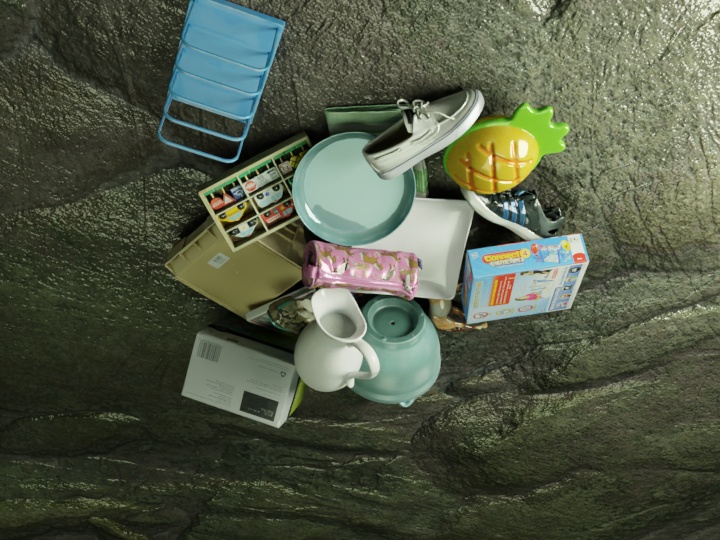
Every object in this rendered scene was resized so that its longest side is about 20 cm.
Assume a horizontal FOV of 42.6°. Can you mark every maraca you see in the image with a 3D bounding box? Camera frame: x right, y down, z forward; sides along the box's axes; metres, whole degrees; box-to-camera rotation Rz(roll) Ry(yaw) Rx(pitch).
[{"bbox_3d":[0.220,-0.187,1.417,0.200,0.107,0.137,-28,135,32],"label":"maraca"}]

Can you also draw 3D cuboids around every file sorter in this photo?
[{"bbox_3d":[-0.211,-0.278,1.364,0.139,0.123,0.200,16,138,-11],"label":"file sorter"}]

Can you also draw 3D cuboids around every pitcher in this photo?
[{"bbox_3d":[-0.037,0.146,1.601,0.121,0.172,0.200,-22,152,-27],"label":"pitcher"}]

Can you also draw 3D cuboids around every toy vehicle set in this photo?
[{"bbox_3d":[-0.151,-0.129,1.518,0.200,0.027,0.124,-28,121,1],"label":"toy vehicle set"}]

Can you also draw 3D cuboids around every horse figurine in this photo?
[{"bbox_3d":[0.171,0.061,1.751,0.132,0.050,0.200,-6,135,6],"label":"horse figurine"}]

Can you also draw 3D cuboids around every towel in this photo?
[{"bbox_3d":[0.032,-0.185,1.509,0.152,0.023,0.200,-1,138,10],"label":"towel"}]

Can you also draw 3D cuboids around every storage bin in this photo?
[{"bbox_3d":[-0.215,-0.029,1.670,0.198,0.094,0.200,33,133,-26],"label":"storage bin"}]

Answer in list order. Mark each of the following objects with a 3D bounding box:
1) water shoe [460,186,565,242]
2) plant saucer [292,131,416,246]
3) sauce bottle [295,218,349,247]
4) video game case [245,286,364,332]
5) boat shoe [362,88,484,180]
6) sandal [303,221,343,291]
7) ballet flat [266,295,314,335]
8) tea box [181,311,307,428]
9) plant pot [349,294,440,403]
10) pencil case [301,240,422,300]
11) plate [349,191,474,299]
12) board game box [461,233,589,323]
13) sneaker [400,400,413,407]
[{"bbox_3d":[0.254,-0.114,1.539,0.200,0.072,0.079,26,117,-29],"label":"water shoe"},{"bbox_3d":[-0.011,-0.134,1.498,0.200,0.027,0.200,-1,118,-2],"label":"plant saucer"},{"bbox_3d":[-0.052,-0.073,1.616,0.200,0.066,0.066,28,135,-24],"label":"sauce bottle"},{"bbox_3d":[-0.099,0.061,1.733,0.200,0.017,0.143,-24,161,14],"label":"video game case"},{"bbox_3d":[0.086,-0.225,1.397,0.202,0.075,0.086,-32,131,18],"label":"boat shoe"},{"bbox_3d":[-0.063,0.004,1.592,0.075,0.045,0.200,16,131,32],"label":"sandal"},{"bbox_3d":[-0.103,0.089,1.690,0.075,0.068,0.200,-32,157,5],"label":"ballet flat"},{"bbox_3d":[-0.207,0.186,1.783,0.200,0.197,0.134,18,101,7],"label":"tea box"},{"bbox_3d":[0.057,0.128,1.728,0.200,0.201,0.134,6,139,1],"label":"plant pot"},{"bbox_3d":[0.000,0.000,1.525,0.200,0.083,0.087,7,165,-20],"label":"pencil case"},{"bbox_3d":[0.081,-0.046,1.591,0.200,0.032,0.200,4,123,-7],"label":"plate"},{"bbox_3d":[0.280,0.018,1.612,0.195,0.056,0.200,-8,154,-1],"label":"board game box"},{"bbox_3d":[0.099,0.210,1.905,0.074,0.082,0.200,-1,138,8],"label":"sneaker"}]
